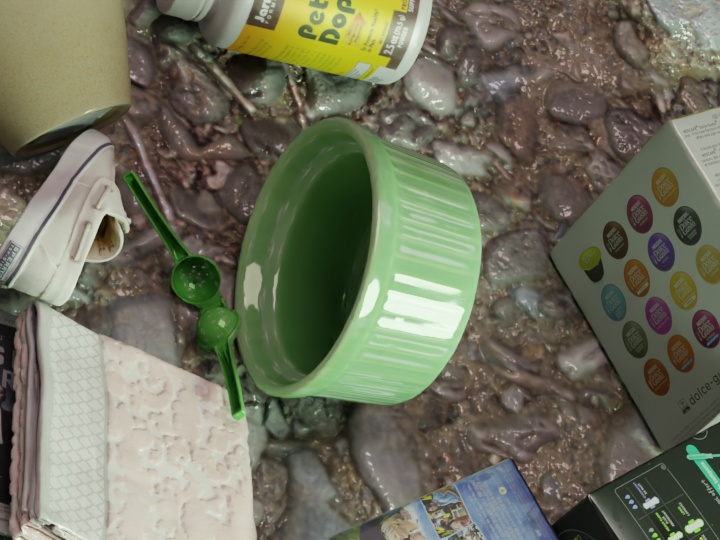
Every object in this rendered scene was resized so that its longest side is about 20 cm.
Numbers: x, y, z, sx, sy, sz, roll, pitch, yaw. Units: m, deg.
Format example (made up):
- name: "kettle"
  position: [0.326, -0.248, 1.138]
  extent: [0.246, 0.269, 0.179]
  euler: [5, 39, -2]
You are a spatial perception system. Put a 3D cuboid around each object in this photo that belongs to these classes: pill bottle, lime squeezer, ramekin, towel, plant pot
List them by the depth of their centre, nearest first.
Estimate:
- name: "towel"
  position: [-0.146, 0.128, 1.623]
  extent: [0.191, 0.032, 0.200]
  euler: [28, 36, -31]
- name: "ramekin"
  position: [0.000, 0.000, 1.735]
  extent: [0.098, 0.200, 0.200]
  euler: [14, 55, -28]
- name: "lime squeezer"
  position: [-0.110, 0.021, 1.741]
  extent: [0.038, 0.071, 0.200]
  euler: [-24, 71, -5]
- name: "plant pot"
  position: [-0.246, -0.190, 1.750]
  extent: [0.187, 0.187, 0.200]
  euler: [-20, 85, -36]
- name: "pill bottle"
  position: [-0.053, -0.215, 1.895]
  extent: [0.200, 0.109, 0.109]
  euler: [11, 56, -22]

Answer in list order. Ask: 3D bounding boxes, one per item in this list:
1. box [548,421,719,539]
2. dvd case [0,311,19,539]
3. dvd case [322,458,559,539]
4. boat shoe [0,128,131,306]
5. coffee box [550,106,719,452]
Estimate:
- name: "box"
  position: [0.228, 0.201, 1.752]
  extent: [0.200, 0.149, 0.124]
  euler: [-24, 74, -36]
- name: "dvd case"
  position: [-0.245, 0.101, 1.616]
  extent: [0.150, 0.025, 0.200]
  euler: [17, 40, -19]
- name: "dvd case"
  position: [0.054, 0.223, 1.645]
  extent: [0.200, 0.018, 0.143]
  euler: [-21, 71, -26]
- name: "boat shoe"
  position: [-0.196, -0.034, 1.701]
  extent: [0.070, 0.071, 0.200]
  euler: [33, 24, -6]
- name: "coffee box"
  position: [0.307, -0.006, 1.893]
  extent: [0.200, 0.200, 0.198]
  euler: [-16, 69, -34]
